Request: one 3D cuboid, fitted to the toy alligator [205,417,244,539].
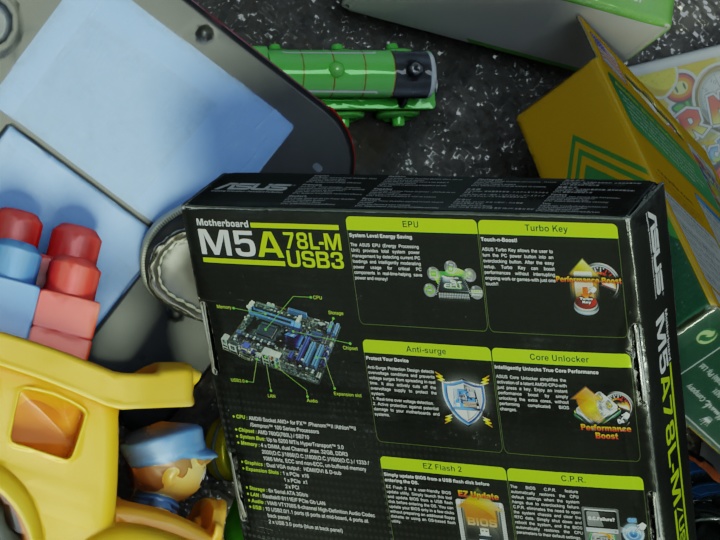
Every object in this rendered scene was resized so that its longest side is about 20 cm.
[{"bbox_3d":[-0.027,0.042,0.986,0.054,0.059,0.202,34,62,-55],"label":"toy alligator"}]

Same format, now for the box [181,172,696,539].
[{"bbox_3d":[0.034,0.057,0.854,0.047,0.198,0.195,-38,124,-56],"label":"box"}]

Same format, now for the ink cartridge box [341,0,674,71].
[{"bbox_3d":[0.082,-0.215,1.021,0.144,0.084,0.202,13,73,-14],"label":"ink cartridge box"}]

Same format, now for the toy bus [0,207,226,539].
[{"bbox_3d":[-0.130,0.077,0.903,0.198,0.136,0.194,19,80,-13],"label":"toy bus"}]

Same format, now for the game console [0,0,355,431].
[{"bbox_3d":[-0.120,-0.045,0.938,0.199,0.031,0.177,37,93,-18],"label":"game console"}]

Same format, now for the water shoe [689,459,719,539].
[{"bbox_3d":[0.136,0.107,0.894,0.199,0.079,0.072,31,73,-7],"label":"water shoe"}]

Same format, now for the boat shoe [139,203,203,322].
[{"bbox_3d":[0.000,0.000,0.919,0.199,0.061,0.072,1,104,-1],"label":"boat shoe"}]

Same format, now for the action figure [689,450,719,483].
[{"bbox_3d":[0.078,0.112,0.979,0.200,0.105,0.193,-44,74,-5],"label":"action figure"}]

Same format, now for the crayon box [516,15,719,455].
[{"bbox_3d":[0.140,-0.009,0.948,0.051,0.201,0.126,-35,131,18],"label":"crayon box"}]

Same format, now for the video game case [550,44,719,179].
[{"bbox_3d":[0.211,-0.028,1.074,0.198,0.023,0.184,-15,87,-17],"label":"video game case"}]

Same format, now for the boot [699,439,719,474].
[{"bbox_3d":[0.223,0.077,1.027,0.095,0.074,0.202,4,105,-25],"label":"boot"}]

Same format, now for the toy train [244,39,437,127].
[{"bbox_3d":[-0.054,-0.090,0.990,0.198,0.056,0.042,-2,83,-15],"label":"toy train"}]
